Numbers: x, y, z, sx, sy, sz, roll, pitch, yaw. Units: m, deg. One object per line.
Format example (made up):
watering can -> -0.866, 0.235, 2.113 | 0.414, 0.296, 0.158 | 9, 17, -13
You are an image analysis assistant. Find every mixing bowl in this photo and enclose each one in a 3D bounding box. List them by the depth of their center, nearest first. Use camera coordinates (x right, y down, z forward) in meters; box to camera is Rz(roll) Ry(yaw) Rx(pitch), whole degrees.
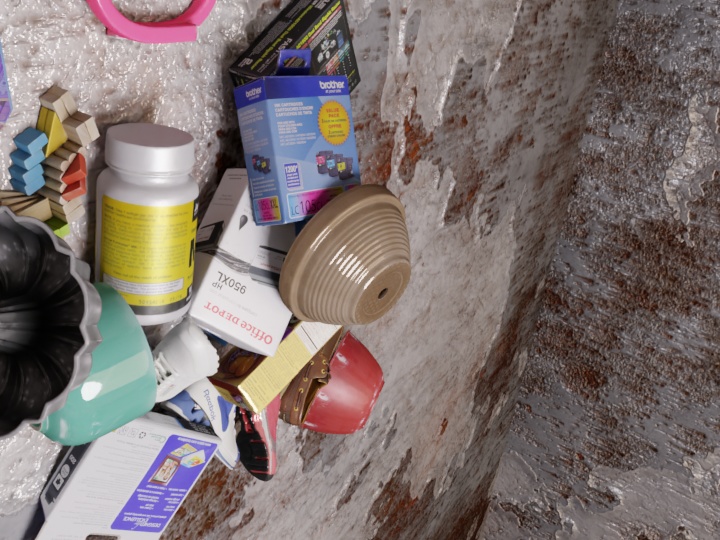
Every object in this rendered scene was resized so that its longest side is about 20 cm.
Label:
mixing bowl -> -0.021, 0.227, 1.403 | 0.203, 0.107, 0.200 | -63, 175, -10

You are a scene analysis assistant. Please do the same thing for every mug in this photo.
mug -> -0.302, 0.119, 0.797 | 0.113, 0.150, 0.190 | -23, 118, -41

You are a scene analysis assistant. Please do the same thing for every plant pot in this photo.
plant pot -> 0.000, 0.000, 0.952 | 0.199, 0.092, 0.203 | -35, 149, -24

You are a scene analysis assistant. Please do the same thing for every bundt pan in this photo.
bundt pan -> -0.323, 0.048, 0.684 | 0.076, 0.198, 0.206 | 31, 82, -82

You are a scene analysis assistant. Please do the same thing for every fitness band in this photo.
fitness band -> -0.215, -0.317, 0.790 | 0.199, 0.037, 0.147 | -28, 132, -55

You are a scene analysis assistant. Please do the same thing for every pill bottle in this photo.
pill bottle -> -0.240, -0.053, 0.844 | 0.114, 0.112, 0.205 | -26, 131, -54

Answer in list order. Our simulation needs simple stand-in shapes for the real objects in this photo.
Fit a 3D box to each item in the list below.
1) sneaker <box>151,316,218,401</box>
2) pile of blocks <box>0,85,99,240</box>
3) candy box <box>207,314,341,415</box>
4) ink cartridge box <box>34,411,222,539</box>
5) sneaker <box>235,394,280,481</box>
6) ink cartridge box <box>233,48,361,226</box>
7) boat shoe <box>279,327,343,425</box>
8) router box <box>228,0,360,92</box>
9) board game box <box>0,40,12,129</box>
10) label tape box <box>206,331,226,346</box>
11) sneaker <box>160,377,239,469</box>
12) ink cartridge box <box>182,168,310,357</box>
sneaker -> -0.239, 0.124, 0.940 | 0.080, 0.077, 0.200 | -31, 171, -35
pile of blocks -> -0.311, -0.077, 0.749 | 0.082, 0.061, 0.205 | -12, 118, -60
candy box -> -0.115, 0.104, 1.064 | 0.200, 0.116, 0.057 | -45, 114, -25
ink cartridge box -> -0.306, 0.279, 0.978 | 0.197, 0.043, 0.202 | 31, 92, -51
sneaker -> -0.153, 0.237, 1.205 | 0.086, 0.072, 0.206 | -21, 107, -49
ink cartridge box -> -0.077, -0.166, 0.932 | 0.134, 0.075, 0.205 | -14, 97, -40
boat shoe -> -0.079, 0.174, 1.285 | 0.202, 0.066, 0.072 | -59, 152, -19
router box -> -0.085, -0.272, 1.044 | 0.201, 0.061, 0.151 | -55, 150, -27
board game box -> -0.355, -0.173, 0.616 | 0.157, 0.038, 0.204 | -37, 139, -48
label tape box -> -0.160, 0.009, 1.102 | 0.203, 0.065, 0.144 | -63, 153, -17
sneaker -> -0.211, 0.210, 1.129 | 0.116, 0.079, 0.201 | -53, 148, -25
ink cartridge box -> -0.145, -0.009, 0.984 | 0.143, 0.083, 0.204 | 32, 75, -36
